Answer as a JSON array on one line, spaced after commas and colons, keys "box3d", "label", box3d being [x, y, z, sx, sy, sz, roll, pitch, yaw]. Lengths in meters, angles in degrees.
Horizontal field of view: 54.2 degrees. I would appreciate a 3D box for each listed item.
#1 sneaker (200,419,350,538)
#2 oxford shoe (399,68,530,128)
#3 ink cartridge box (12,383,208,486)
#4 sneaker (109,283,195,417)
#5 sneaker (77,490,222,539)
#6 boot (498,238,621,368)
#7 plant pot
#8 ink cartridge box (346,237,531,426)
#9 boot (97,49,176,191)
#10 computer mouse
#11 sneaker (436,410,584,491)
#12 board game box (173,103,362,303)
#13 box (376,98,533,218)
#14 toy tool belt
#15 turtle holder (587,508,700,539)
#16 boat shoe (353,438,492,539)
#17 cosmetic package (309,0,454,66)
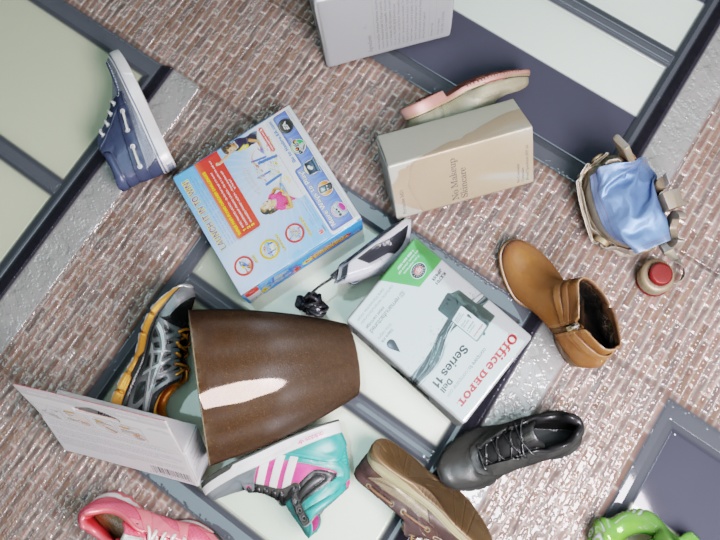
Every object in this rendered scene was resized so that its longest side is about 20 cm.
[{"box3d": [-0.096, 0.281, 0.888, 0.197, 0.084, 0.123, -24, 77, 7], "label": "sneaker"}, {"box3d": [0.155, -0.233, 1.008, 0.197, 0.071, 0.075, -21, 102, -3], "label": "oxford shoe"}, {"box3d": [-0.295, 0.187, 0.860, 0.196, 0.178, 0.045, 11, 51, 10], "label": "ink cartridge box"}, {"box3d": [-0.259, 0.116, 0.937, 0.076, 0.078, 0.203, 22, 90, 8], "label": "sneaker"}, {"box3d": [-0.264, 0.340, 0.877, 0.196, 0.087, 0.075, 18, 79, 7], "label": "sneaker"}, {"box3d": [0.248, 0.031, 0.886, 0.076, 0.155, 0.203, -24, 77, -3], "label": "boot"}, {"box3d": [-0.105, 0.128, 0.885, 0.196, 0.187, 0.191, -9, 76, -14], "label": "plant pot"}, {"box3d": [0.101, 0.082, 0.919, 0.199, 0.083, 0.147, 40, 82, 10], "label": "ink cartridge box"}, {"box3d": [-0.346, -0.218, 1.015, 0.089, 0.073, 0.203, -25, 78, -9], "label": "boot"}, {"box3d": [0.000, 0.000, 0.943, 0.199, 0.110, 0.044, -37, 95, -14], "label": "computer mouse"}, {"box3d": [0.187, 0.217, 0.880, 0.197, 0.091, 0.077, -22, 70, -2], "label": "sneaker"}, {"box3d": [-0.128, -0.093, 0.985, 0.194, 0.056, 0.202, -32, 78, -4], "label": "board game box"}, {"box3d": [0.128, -0.151, 0.955, 0.196, 0.096, 0.078, -16, 42, 0], "label": "box"}, {"box3d": [0.364, -0.069, 0.920, 0.123, 0.123, 0.203, -22, 77, -2], "label": "toy tool belt"}, {"box3d": [0.355, 0.373, 0.814, 0.132, 0.141, 0.186, -43, 87, 10], "label": "turtle holder"}, {"box3d": [0.077, 0.301, 0.887, 0.199, 0.072, 0.072, 38, 112, 0], "label": "boat shoe"}, {"box3d": [0.018, -0.423, 0.997, 0.196, 0.165, 0.168, -15, 75, -1], "label": "cosmetic package"}]
